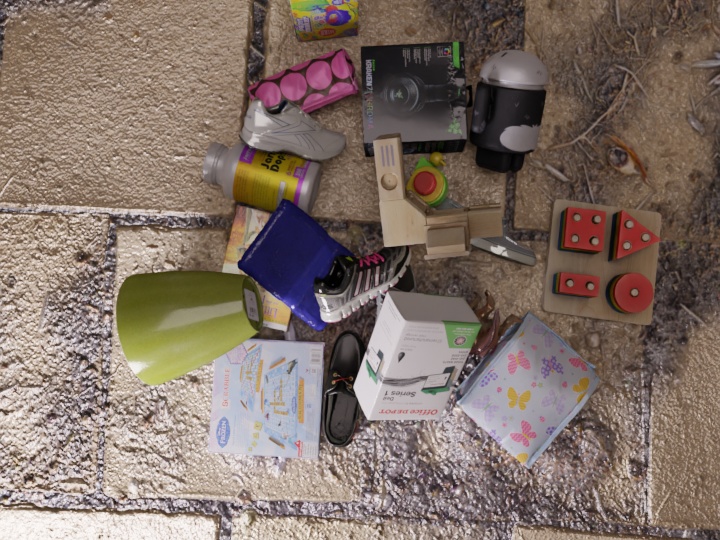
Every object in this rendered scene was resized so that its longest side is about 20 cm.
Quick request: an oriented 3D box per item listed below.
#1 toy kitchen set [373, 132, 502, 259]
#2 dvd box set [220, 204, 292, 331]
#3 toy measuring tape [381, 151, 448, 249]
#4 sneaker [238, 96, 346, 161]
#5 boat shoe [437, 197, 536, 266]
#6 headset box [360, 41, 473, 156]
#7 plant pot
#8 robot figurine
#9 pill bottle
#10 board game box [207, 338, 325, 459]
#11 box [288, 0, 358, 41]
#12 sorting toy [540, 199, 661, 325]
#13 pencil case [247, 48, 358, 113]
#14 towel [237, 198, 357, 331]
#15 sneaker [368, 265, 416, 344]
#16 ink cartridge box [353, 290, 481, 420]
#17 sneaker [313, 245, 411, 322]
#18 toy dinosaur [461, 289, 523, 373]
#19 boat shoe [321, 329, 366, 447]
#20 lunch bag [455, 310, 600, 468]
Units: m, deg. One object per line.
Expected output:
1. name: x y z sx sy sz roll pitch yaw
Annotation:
1. toy kitchen set: 0.124 -0.128 1.120 0.196 0.163 0.184 -4 106 11
2. dvd box set: -0.177 -0.004 1.257 0.143 0.029 0.204 13 85 2
3. toy measuring tape: 0.106 -0.114 1.244 0.072 0.074 0.203 25 93 3
4. sneaker: -0.109 -0.244 1.206 0.197 0.075 0.089 3 115 -31
5. boat shoe: 0.227 -0.071 1.236 0.198 0.070 0.073 25 92 6
6. headset box: 0.101 -0.303 1.242 0.195 0.093 0.178 -1 86 3
7. plant pot: -0.268 0.077 1.157 0.196 0.187 0.191 -13 85 10
8. robot figurine: 0.254 -0.277 1.212 0.122 0.151 0.204 8 110 5
9. pill bottle: -0.174 -0.165 1.232 0.196 0.104 0.106 16 86 2
10. board game box: -0.164 0.223 1.233 0.195 0.041 0.205 4 86 1
11. box: -0.072 -0.536 1.211 0.119 0.200 0.197 -6 86 -1
12. sorting toy: 0.434 -0.017 1.231 0.194 0.070 0.205 7 85 1
13. pencil case: -0.098 -0.321 1.253 0.197 0.091 0.095 -25 51 1
14. towel: -0.102 -0.009 1.212 0.199 0.049 0.149 40 82 -25
15. sneaker: 0.058 0.076 1.205 0.073 0.116 0.204 9 86 1
16. ink cartridge box: 0.088 0.142 1.127 0.143 0.085 0.203 4 120 -24
17. sneaker: 0.000 0.000 1.189 0.199 0.074 0.088 -36 121 -9
18. toy dinosaur: 0.188 0.113 1.177 0.086 0.200 0.136 44 76 -9
19. boat shoe: -0.026 0.207 1.225 0.072 0.063 0.206 7 84 4
20. lunch bag: 0.285 0.198 1.190 0.169 0.127 0.201 39 98 4
